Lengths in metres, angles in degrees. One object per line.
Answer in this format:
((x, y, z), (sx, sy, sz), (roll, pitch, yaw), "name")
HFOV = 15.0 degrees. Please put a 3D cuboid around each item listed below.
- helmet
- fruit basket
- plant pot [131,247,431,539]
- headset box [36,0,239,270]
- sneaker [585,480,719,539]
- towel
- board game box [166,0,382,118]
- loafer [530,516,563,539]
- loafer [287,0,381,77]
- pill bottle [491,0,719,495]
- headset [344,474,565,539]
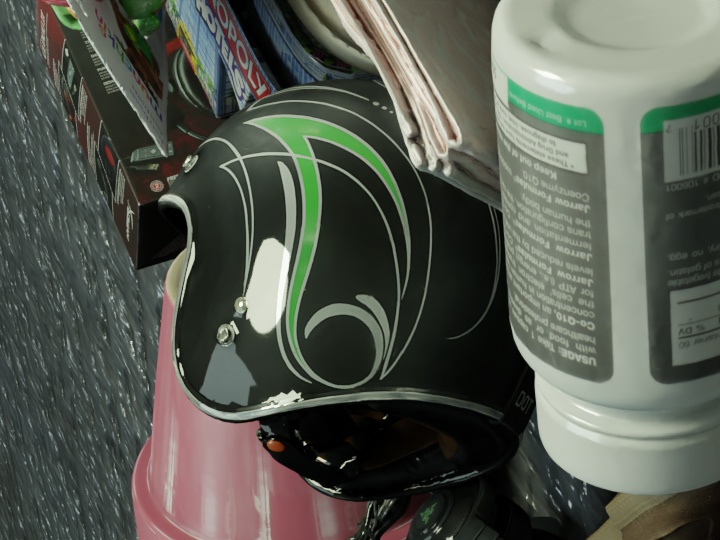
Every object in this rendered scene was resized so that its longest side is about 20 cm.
((0.000, 0.000, 1.328), (0.200, 0.200, 0.191), (110, 161, -65), "helmet")
((-0.135, -0.176, 1.366), (0.185, 0.094, 0.200), (60, -174, -27), "fruit basket")
((-0.035, 0.075, 1.515), (0.200, 0.200, 0.179), (-130, 27, -54), "plant pot")
((-0.100, -0.117, 1.632), (0.075, 0.149, 0.200), (100, 150, -57), "headset box")
((0.151, 0.123, 1.214), (0.076, 0.070, 0.200), (51, 165, 11), "sneaker")
((0.038, -0.097, 1.190), (0.200, 0.032, 0.191), (24, -147, -58), "towel")
((-0.051, -0.151, 1.494), (0.200, 0.062, 0.200), (96, 152, -57), "board game box")
((0.068, 0.205, 1.505), (0.075, 0.070, 0.200), (-73, -9, -50), "loafer")
((-0.009, -0.166, 1.349), (0.200, 0.073, 0.071), (40, 141, 25), "loafer")
((0.112, -0.017, 1.080), (0.113, 0.113, 0.200), (-128, 27, -52), "pill bottle")
((0.060, 0.160, 1.369), (0.124, 0.094, 0.200), (41, 175, -41), "headset")
